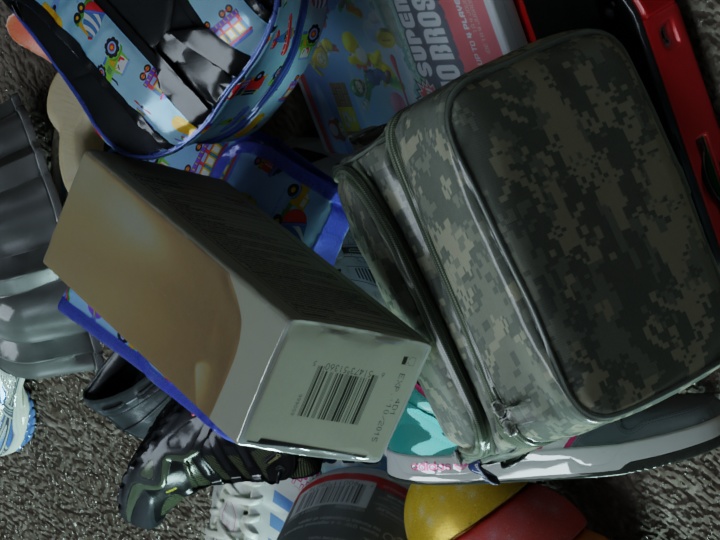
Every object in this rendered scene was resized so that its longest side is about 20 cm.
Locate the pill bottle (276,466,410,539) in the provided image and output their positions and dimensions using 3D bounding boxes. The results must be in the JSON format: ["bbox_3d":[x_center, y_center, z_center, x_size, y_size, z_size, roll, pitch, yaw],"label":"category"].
[{"bbox_3d":[-0.018,0.225,1.429,0.113,0.201,0.115,10,127,13],"label":"pill bottle"}]

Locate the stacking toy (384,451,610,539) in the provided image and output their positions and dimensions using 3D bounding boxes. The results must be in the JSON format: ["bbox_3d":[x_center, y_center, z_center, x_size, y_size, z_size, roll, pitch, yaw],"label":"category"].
[{"bbox_3d":[0.077,0.154,1.410,0.201,0.146,0.146,58,143,2],"label":"stacking toy"}]

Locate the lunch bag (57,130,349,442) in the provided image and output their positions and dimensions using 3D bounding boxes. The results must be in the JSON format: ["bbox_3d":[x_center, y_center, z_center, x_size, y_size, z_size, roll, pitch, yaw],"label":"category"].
[{"bbox_3d":[-0.071,0.002,1.333,0.094,0.152,0.200,24,-174,-34],"label":"lunch bag"}]

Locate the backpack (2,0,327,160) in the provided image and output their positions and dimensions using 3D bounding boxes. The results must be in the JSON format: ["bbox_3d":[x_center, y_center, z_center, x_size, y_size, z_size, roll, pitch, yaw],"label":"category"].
[{"bbox_3d":[-0.091,-0.159,1.266,0.183,0.134,0.201,-50,56,23],"label":"backpack"}]

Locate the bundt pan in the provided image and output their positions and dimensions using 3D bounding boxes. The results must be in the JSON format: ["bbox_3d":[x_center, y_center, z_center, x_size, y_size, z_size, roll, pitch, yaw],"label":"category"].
[{"bbox_3d":[-0.240,-0.013,1.592,0.202,0.075,0.204,161,90,-79],"label":"bundt pan"}]

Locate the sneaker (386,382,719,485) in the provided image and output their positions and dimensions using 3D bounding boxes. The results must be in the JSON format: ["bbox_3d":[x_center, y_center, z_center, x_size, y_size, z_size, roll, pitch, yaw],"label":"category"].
[{"bbox_3d":[0.107,0.052,1.319,0.198,0.084,0.122,-5,98,10],"label":"sneaker"}]

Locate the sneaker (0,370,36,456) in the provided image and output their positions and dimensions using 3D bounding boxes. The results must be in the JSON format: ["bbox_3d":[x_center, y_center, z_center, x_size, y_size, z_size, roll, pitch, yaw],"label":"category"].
[{"bbox_3d":[-0.299,0.081,1.800,0.077,0.085,0.201,29,136,29],"label":"sneaker"}]

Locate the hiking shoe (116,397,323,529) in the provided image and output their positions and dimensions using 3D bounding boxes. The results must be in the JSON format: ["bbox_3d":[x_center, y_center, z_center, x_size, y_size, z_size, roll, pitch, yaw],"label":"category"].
[{"bbox_3d":[-0.077,0.111,1.451,0.100,0.076,0.200,36,125,-6],"label":"hiking shoe"}]

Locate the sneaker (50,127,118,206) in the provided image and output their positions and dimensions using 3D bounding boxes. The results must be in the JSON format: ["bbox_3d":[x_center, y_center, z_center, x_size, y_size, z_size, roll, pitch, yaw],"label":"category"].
[{"bbox_3d":[-0.178,-0.021,1.601,0.086,0.075,0.201,14,128,48],"label":"sneaker"}]

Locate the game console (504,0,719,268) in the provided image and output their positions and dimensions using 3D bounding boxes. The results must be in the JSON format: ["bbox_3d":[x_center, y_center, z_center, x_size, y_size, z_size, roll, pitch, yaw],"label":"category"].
[{"bbox_3d":[0.124,-0.076,1.267,0.176,0.031,0.201,4,121,53],"label":"game console"}]

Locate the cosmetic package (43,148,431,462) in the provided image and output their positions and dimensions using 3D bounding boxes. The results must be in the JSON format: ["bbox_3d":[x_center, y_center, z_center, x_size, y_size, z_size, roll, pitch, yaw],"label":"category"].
[{"bbox_3d":[-0.067,0.017,1.199,0.200,0.105,0.072,38,109,45],"label":"cosmetic package"}]

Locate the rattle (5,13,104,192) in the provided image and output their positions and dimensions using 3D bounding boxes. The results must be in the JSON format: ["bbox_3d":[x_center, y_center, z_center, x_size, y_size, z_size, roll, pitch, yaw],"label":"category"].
[{"bbox_3d":[-0.134,-0.098,1.523,0.200,0.142,0.131,37,111,44],"label":"rattle"}]

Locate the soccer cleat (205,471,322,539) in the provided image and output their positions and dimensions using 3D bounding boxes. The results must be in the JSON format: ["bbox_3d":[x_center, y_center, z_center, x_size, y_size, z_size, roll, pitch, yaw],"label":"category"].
[{"bbox_3d":[-0.068,0.152,1.529,0.069,0.086,0.201,20,132,37],"label":"soccer cleat"}]

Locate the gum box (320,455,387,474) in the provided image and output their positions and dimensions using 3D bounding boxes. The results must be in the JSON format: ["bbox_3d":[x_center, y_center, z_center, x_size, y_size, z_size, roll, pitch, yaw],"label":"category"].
[{"bbox_3d":[-0.028,0.103,1.557,0.169,0.044,0.201,-4,116,49],"label":"gum box"}]

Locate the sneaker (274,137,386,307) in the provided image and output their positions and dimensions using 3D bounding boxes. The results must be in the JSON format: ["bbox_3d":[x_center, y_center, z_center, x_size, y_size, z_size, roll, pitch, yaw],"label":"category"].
[{"bbox_3d":[0.000,0.000,1.408,0.200,0.087,0.076,42,144,17],"label":"sneaker"}]

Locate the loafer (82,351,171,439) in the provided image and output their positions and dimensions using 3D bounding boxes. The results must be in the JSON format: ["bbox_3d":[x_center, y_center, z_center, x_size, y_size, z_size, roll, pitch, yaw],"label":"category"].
[{"bbox_3d":[-0.122,0.045,1.506,0.070,0.069,0.201,17,140,-20],"label":"loafer"}]

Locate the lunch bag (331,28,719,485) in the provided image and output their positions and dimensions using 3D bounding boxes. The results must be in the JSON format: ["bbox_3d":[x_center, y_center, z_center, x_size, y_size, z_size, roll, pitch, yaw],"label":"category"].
[{"bbox_3d":[0.078,-0.002,1.203,0.167,0.139,0.201,-25,91,58],"label":"lunch bag"}]

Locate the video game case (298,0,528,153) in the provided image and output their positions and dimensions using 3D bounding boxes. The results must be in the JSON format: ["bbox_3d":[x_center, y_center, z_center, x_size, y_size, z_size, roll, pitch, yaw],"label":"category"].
[{"bbox_3d":[0.021,-0.131,1.312,0.199,0.017,0.144,5,123,52],"label":"video game case"}]
